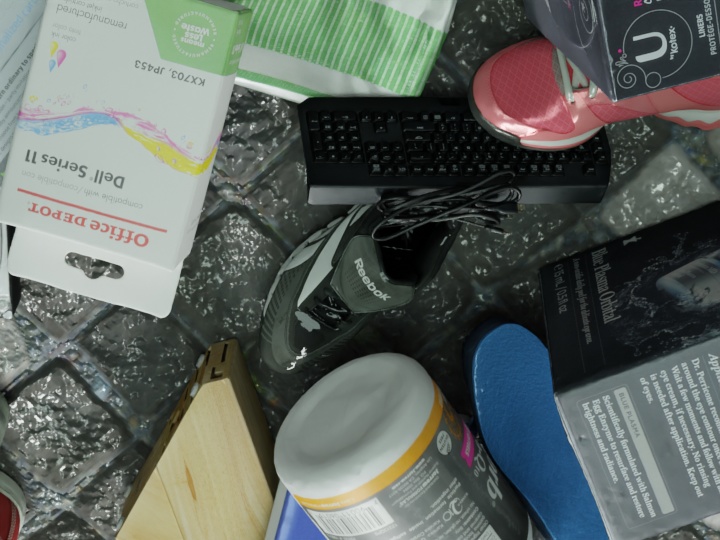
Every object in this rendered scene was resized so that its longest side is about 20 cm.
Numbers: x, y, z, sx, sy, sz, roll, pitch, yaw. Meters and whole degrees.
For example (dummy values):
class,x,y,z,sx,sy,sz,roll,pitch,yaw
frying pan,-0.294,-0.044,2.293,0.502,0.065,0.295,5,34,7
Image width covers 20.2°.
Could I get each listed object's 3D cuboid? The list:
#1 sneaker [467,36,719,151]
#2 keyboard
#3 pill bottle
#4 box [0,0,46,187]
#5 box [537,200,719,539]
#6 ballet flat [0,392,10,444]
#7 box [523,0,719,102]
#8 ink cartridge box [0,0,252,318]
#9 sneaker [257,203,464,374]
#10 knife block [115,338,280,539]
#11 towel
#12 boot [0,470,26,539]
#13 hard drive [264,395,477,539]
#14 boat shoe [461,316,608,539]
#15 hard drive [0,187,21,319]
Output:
class,x,y,z,sx,sy,sz,roll,pitch,yaw
sneaker,0.163,-0.127,1.228,0.198,0.087,0.074,-7,72,-11
keyboard,0.064,-0.072,1.246,0.198,0.105,0.040,-2,150,-12
pill bottle,0.040,0.159,1.304,0.116,0.117,0.200,-29,120,13
box,-0.216,-0.144,1.257,0.199,0.041,0.156,36,94,-14
box,0.224,0.049,1.262,0.199,0.197,0.118,-21,110,10
ballet flat,-0.287,0.059,1.320,0.067,0.064,0.201,-14,133,15
box,0.156,-0.193,1.149,0.114,0.200,0.133,-15,112,-5
ink cartridge box,-0.147,-0.074,1.217,0.116,0.067,0.202,15,100,0
sneaker,0.000,0.000,1.304,0.066,0.091,0.200,40,109,-13
knife block,-0.070,0.171,1.395,0.175,0.064,0.201,26,111,-10
towel,-0.002,-0.192,1.243,0.151,0.023,0.201,14,113,-18
boot,-0.323,0.151,1.350,0.199,0.145,0.073,33,112,-11
hard drive,-0.004,0.189,1.374,0.131,0.025,0.202,9,102,-28
boat shoe,0.110,0.116,1.357,0.084,0.069,0.201,-26,116,-10
hard drive,-0.326,-0.039,1.327,0.198,0.038,0.141,3,113,1
